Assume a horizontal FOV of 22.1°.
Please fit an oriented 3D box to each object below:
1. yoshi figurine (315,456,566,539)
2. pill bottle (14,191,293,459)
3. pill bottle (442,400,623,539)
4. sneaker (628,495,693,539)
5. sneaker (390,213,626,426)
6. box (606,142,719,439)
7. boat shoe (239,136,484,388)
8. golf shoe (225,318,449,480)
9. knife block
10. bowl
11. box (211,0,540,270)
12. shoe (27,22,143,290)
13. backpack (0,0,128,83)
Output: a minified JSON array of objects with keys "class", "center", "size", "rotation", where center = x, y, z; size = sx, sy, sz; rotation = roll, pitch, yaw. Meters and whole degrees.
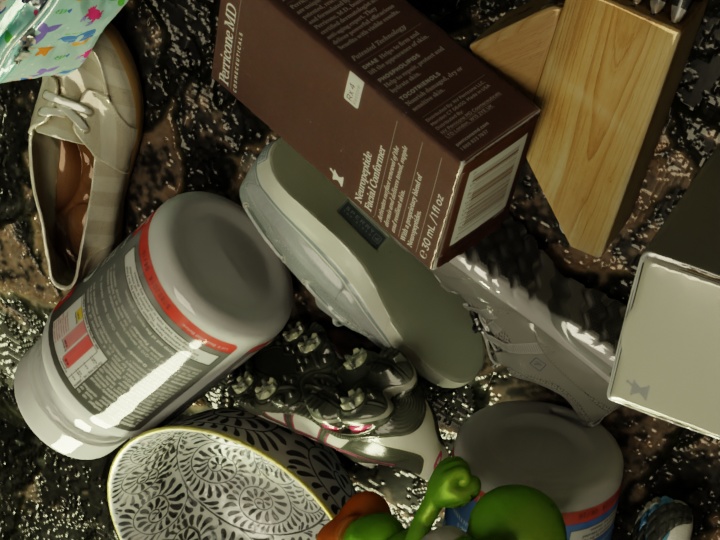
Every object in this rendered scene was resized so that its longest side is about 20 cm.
[{"class":"yoshi figurine","center":[0.059,0.174,1.125],"size":[0.112,0.113,0.200],"rotation":[22,164,-23]},{"class":"pill bottle","center":[-0.147,0.044,1.266],"size":[0.116,0.116,0.200],"rotation":[49,126,-3]},{"class":"pill bottle","center":[0.106,0.197,1.219],"size":[0.111,0.112,0.201],"rotation":[16,121,19]},{"class":"sneaker","center":[0.205,0.233,1.221],"size":[0.086,0.075,0.201],"rotation":[16,128,10]},{"class":"sneaker","center":[0.092,0.028,1.160],"size":[0.200,0.075,0.082],"rotation":[38,124,4]},{"class":"box","center":[0.206,0.001,1.011],"size":[0.077,0.200,0.096],"rotation":[20,122,16]},{"class":"boat shoe","center":[-0.001,0.000,1.207],"size":[0.201,0.070,0.071],"rotation":[48,143,-3]},{"class":"golf shoe","center":[-0.020,0.091,1.219],"size":[0.088,0.077,0.200],"rotation":[54,161,-27]},{"class":"knife block","center":[0.162,-0.127,1.051],"size":[0.175,0.064,0.201],"rotation":[-20,104,34]},{"class":"bowl","center":[-0.070,0.164,1.296],"size":[0.199,0.094,0.202],"rotation":[16,129,21]},{"class":"box","center":[0.005,-0.106,1.095],"size":[0.200,0.075,0.100],"rotation":[43,147,22]},{"class":"shoe","center":[-0.190,-0.078,1.263],"size":[0.069,0.053,0.201],"rotation":[17,121,19]},{"class":"backpack","center":[-0.228,-0.209,1.149],"size":[0.178,0.150,0.200],"rotation":[60,145,13]}]
